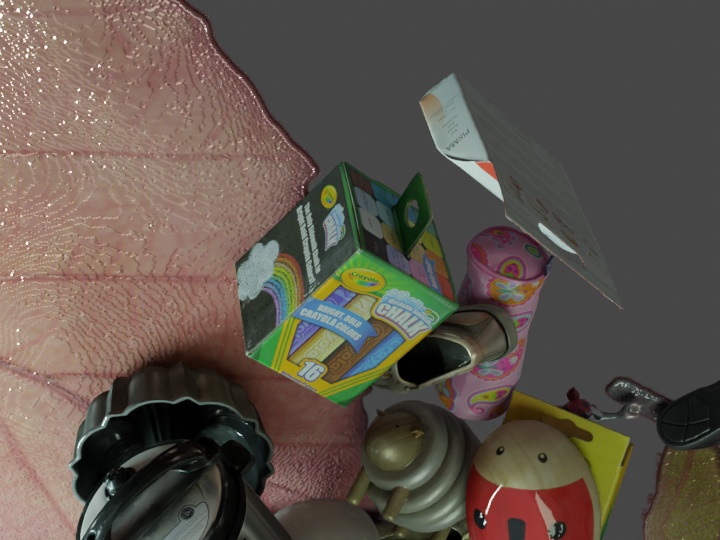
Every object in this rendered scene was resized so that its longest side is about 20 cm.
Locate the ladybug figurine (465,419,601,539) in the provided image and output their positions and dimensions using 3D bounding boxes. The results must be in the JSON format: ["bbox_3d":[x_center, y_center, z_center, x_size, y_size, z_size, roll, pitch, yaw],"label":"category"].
[{"bbox_3d":[0.161,0.243,1.609,0.134,0.072,0.202,2,113,23],"label":"ladybug figurine"}]

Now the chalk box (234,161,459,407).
[{"bbox_3d":[0.000,0.000,1.495,0.124,0.125,0.200,31,121,-33],"label":"chalk box"}]

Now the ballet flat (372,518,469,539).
[{"bbox_3d":[0.053,0.291,1.826,0.198,0.047,0.068,0,133,-12],"label":"ballet flat"}]

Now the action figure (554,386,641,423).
[{"bbox_3d":[0.204,0.193,1.755,0.148,0.134,0.201,16,131,18],"label":"action figure"}]

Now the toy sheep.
[{"bbox_3d":[0.065,0.204,1.693,0.137,0.139,0.200,-29,142,15],"label":"toy sheep"}]

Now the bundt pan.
[{"bbox_3d":[-0.186,0.167,1.640,0.200,0.076,0.203,-7,133,-7],"label":"bundt pan"}]

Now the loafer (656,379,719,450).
[{"bbox_3d":[0.409,0.139,1.760,0.199,0.072,0.063,-23,153,17],"label":"loafer"}]

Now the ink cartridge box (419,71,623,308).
[{"bbox_3d":[0.135,-0.058,1.418,0.050,0.201,0.162,-38,129,22],"label":"ink cartridge box"}]

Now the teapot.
[{"bbox_3d":[-0.068,0.325,1.696,0.145,0.199,0.200,5,154,-23],"label":"teapot"}]

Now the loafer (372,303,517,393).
[{"bbox_3d":[0.058,0.077,1.567,0.199,0.063,0.072,-19,99,47],"label":"loafer"}]

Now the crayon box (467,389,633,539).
[{"bbox_3d":[0.189,0.214,1.656,0.126,0.051,0.202,22,120,14],"label":"crayon box"}]

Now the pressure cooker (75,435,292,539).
[{"bbox_3d":[-0.168,0.258,1.558,0.177,0.177,0.201,-12,135,22],"label":"pressure cooker"}]

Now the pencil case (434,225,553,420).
[{"bbox_3d":[0.126,0.050,1.597,0.087,0.088,0.201,1,131,-13],"label":"pencil case"}]
